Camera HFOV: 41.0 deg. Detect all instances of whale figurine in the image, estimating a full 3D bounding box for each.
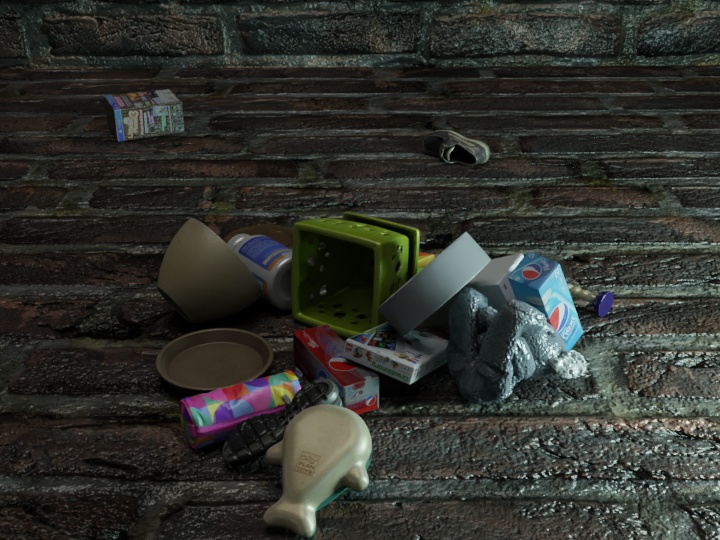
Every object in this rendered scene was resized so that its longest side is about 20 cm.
[{"bbox_3d":[-0.060,0.289,1.358,0.159,0.104,0.200,11,53,20],"label":"whale figurine"}]

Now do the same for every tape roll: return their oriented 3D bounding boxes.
[{"bbox_3d":[0.124,0.023,1.624,0.066,0.200,0.200,49,38,1],"label":"tape roll"}]

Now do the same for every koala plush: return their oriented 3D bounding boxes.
[{"bbox_3d":[0.262,0.134,1.605,0.200,0.184,0.177,7,6,-36],"label":"koala plush"}]

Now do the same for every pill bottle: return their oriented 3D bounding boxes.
[{"bbox_3d":[-0.187,-0.006,1.906,0.112,0.112,0.200,-19,30,-32],"label":"pill bottle"}]

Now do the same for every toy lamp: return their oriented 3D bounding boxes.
[{"bbox_3d":[0.396,0.033,1.884,0.058,0.058,0.200,-24,37,-38],"label":"toy lamp"}]

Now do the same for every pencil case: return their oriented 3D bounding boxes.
[{"bbox_3d":[-0.179,0.214,1.498,0.200,0.088,0.088,-14,29,-20],"label":"pencil case"}]

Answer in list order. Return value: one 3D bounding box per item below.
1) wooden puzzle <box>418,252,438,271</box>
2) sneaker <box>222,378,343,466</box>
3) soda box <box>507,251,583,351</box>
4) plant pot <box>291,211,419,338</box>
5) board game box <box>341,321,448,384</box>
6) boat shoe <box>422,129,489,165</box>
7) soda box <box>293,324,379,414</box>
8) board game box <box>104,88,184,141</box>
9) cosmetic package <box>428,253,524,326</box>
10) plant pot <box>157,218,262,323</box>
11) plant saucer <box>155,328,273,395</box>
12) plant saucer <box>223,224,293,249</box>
[{"bbox_3d":[0.169,-0.001,1.964,0.200,0.046,0.185,-2,26,-3],"label":"wooden puzzle"},{"bbox_3d":[-0.111,0.246,1.453,0.200,0.079,0.075,-29,38,-10],"label":"sneaker"},{"bbox_3d":[0.321,0.061,1.661,0.068,0.200,0.064,25,67,40],"label":"soda box"},{"bbox_3d":[0.000,0.000,1.811,0.200,0.199,0.181,15,24,30],"label":"plant pot"},{"bbox_3d":[0.069,0.134,1.628,0.126,0.035,0.200,21,15,22],"label":"board game box"},{"bbox_3d":[0.248,-0.330,2.594,0.200,0.075,0.073,15,30,31],"label":"boat shoe"},{"bbox_3d":[-0.044,0.166,1.614,0.070,0.063,0.200,-12,28,-24],"label":"soda box"},{"bbox_3d":[-0.640,-0.463,2.851,0.200,0.097,0.159,-11,28,-20],"label":"board game box"},{"bbox_3d":[0.211,0.038,1.751,0.200,0.074,0.102,-10,28,47],"label":"cosmetic package"},{"bbox_3d":[-0.300,0.020,1.806,0.134,0.200,0.200,-45,43,-16],"label":"plant pot"},{"bbox_3d":[-0.249,0.160,1.653,0.200,0.029,0.200,-1,26,0],"label":"plant saucer"},{"bbox_3d":[-0.214,-0.054,2.101,0.200,0.029,0.200,0,27,0],"label":"plant saucer"}]
